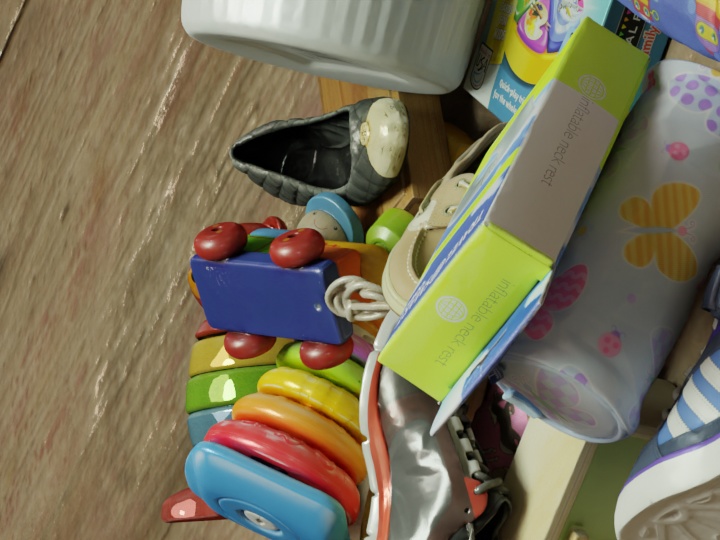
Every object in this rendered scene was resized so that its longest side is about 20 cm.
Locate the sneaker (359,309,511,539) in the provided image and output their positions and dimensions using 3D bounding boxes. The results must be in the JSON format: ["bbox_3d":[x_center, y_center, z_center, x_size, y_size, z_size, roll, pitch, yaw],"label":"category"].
[{"bbox_3d":[0.050,0.111,1.413,0.082,0.077,0.201,-5,78,32],"label":"sneaker"}]

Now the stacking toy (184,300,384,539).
[{"bbox_3d":[-0.019,0.073,1.646,0.200,0.109,0.116,-62,-14,-18],"label":"stacking toy"}]

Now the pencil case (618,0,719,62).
[{"bbox_3d":[0.183,-0.160,1.366,0.200,0.087,0.078,-135,35,-55],"label":"pencil case"}]

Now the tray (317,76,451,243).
[{"bbox_3d":[0.013,-0.098,1.729,0.099,0.037,0.201,-50,36,44],"label":"tray"}]

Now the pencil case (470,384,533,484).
[{"bbox_3d":[0.114,0.048,1.447,0.087,0.083,0.201,41,118,47],"label":"pencil case"}]

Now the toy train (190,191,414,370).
[{"bbox_3d":[0.000,0.000,1.592,0.200,0.116,0.085,5,119,45],"label":"toy train"}]

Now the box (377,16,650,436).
[{"bbox_3d":[0.076,-0.024,1.308,0.122,0.048,0.200,-55,5,44],"label":"box"}]

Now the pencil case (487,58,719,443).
[{"bbox_3d":[0.141,-0.010,1.329,0.200,0.083,0.091,-60,3,-16],"label":"pencil case"}]

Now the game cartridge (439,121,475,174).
[{"bbox_3d":[0.020,-0.023,1.762,0.200,0.032,0.177,40,116,61],"label":"game cartridge"}]

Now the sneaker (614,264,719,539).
[{"bbox_3d":[0.193,0.047,1.286,0.200,0.080,0.147,129,154,-55],"label":"sneaker"}]

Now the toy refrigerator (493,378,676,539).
[{"bbox_3d":[0.113,0.156,1.408,0.201,0.076,0.070,-69,25,20],"label":"toy refrigerator"}]

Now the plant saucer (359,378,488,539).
[{"bbox_3d":[0.044,0.082,1.570,0.200,0.048,0.201,-77,1,-84],"label":"plant saucer"}]

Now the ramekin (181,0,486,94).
[{"bbox_3d":[-0.016,-0.174,1.611,0.200,0.200,0.098,10,88,67],"label":"ramekin"}]

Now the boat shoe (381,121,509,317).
[{"bbox_3d":[0.063,-0.025,1.437,0.200,0.072,0.065,-56,-13,-62],"label":"boat shoe"}]

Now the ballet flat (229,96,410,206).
[{"bbox_3d":[-0.024,-0.074,1.687,0.200,0.057,0.067,-13,69,62],"label":"ballet flat"}]

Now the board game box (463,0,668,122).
[{"bbox_3d":[0.136,-0.173,1.540,0.151,0.047,0.201,-132,56,-61],"label":"board game box"}]

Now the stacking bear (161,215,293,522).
[{"bbox_3d":[-0.072,0.066,1.778,0.121,0.113,0.201,-15,78,55],"label":"stacking bear"}]
